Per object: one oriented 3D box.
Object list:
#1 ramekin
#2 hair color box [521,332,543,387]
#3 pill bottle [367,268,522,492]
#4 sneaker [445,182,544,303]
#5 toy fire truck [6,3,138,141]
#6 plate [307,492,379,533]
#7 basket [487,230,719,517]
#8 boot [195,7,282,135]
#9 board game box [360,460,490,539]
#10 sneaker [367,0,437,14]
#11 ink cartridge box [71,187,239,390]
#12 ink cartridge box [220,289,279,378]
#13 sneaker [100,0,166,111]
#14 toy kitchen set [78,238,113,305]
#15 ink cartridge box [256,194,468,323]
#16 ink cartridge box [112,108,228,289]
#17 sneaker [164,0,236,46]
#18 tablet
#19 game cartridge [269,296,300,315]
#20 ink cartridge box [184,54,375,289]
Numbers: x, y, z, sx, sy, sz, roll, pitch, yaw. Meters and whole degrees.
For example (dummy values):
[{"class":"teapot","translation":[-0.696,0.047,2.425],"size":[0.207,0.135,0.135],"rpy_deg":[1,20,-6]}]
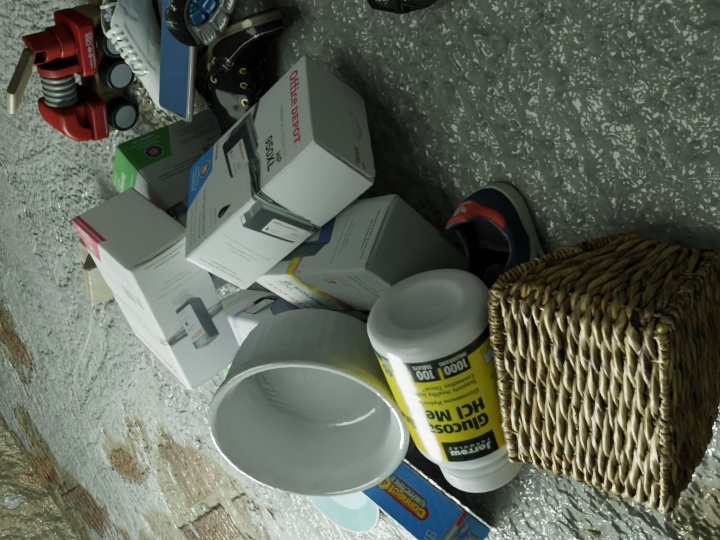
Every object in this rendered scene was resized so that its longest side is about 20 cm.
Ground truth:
[{"class":"ramekin","translation":[-0.048,0.134,0.791],"size":[0.200,0.098,0.201],"rpy_deg":[3,127,4]},{"class":"hair color box","translation":[0.104,0.106,0.838],"size":[0.200,0.061,0.100],"rpy_deg":[5,118,46]},{"class":"pill bottle","translation":[0.088,0.107,0.705],"size":[0.112,0.112,0.200],"rpy_deg":[10,134,43]},{"class":"sneaker","translation":[0.146,0.019,0.717],"size":[0.200,0.084,0.075],"rpy_deg":[57,142,1]},{"class":"toy fire truck","translation":[-0.411,-0.251,1.046],"size":[0.129,0.200,0.176],"rpy_deg":[33,135,29]},{"class":"plate","translation":[-0.041,0.305,1.154],"size":[0.200,0.026,0.200],"rpy_deg":[26,131,33]},{"class":"basket","translation":[0.208,0.070,0.634],"size":[0.149,0.143,0.200],"rpy_deg":[12,128,39]},{"class":"boot","translation":[-0.122,-0.199,0.871],"size":[0.200,0.073,0.151],"rpy_deg":[-13,103,54]},{"class":"board game box","translation":[0.048,0.263,0.925],"size":[0.200,0.056,0.196],"rpy_deg":[33,170,29]},{"class":"sneaker","translation":[0.004,-0.314,0.658],"size":[0.114,0.076,0.200],"rpy_deg":[-13,109,44]},{"class":"ink cartridge box","translation":[-0.233,0.023,0.892],"size":[0.146,0.085,0.200],"rpy_deg":[33,147,39]},{"class":"ink cartridge box","translation":[-0.120,0.112,1.055],"size":[0.200,0.084,0.145],"rpy_deg":[4,117,51]},{"class":"sneaker","translation":[-0.287,-0.298,0.980],"size":[0.076,0.080,0.200],"rpy_deg":[9,122,42]},{"class":"toy kitchen set","translation":[-0.401,-0.044,1.202],"size":[0.180,0.163,0.200],"rpy_deg":[36,136,26]},{"class":"ink cartridge box","translation":[0.000,0.000,0.812],"size":[0.145,0.088,0.200],"rpy_deg":[36,157,-35]},{"class":"ink cartridge box","translation":[-0.192,-0.088,0.961],"size":[0.200,0.146,0.084],"rpy_deg":[49,143,12]},{"class":"sneaker","translation":[-0.127,-0.324,0.774],"size":[0.200,0.087,0.075],"rpy_deg":[-39,125,21]},{"class":"tablet","translation":[-0.212,-0.283,0.897],"size":[0.130,0.014,0.200],"rpy_deg":[34,121,55]},{"class":"game cartridge","translation":[-0.028,0.116,0.919],"size":[0.200,0.041,0.133],"rpy_deg":[49,177,-28]},{"class":"ink cartridge box","translation":[-0.088,-0.100,0.788],"size":[0.200,0.084,0.145],"rpy_deg":[-37,41,28]}]
